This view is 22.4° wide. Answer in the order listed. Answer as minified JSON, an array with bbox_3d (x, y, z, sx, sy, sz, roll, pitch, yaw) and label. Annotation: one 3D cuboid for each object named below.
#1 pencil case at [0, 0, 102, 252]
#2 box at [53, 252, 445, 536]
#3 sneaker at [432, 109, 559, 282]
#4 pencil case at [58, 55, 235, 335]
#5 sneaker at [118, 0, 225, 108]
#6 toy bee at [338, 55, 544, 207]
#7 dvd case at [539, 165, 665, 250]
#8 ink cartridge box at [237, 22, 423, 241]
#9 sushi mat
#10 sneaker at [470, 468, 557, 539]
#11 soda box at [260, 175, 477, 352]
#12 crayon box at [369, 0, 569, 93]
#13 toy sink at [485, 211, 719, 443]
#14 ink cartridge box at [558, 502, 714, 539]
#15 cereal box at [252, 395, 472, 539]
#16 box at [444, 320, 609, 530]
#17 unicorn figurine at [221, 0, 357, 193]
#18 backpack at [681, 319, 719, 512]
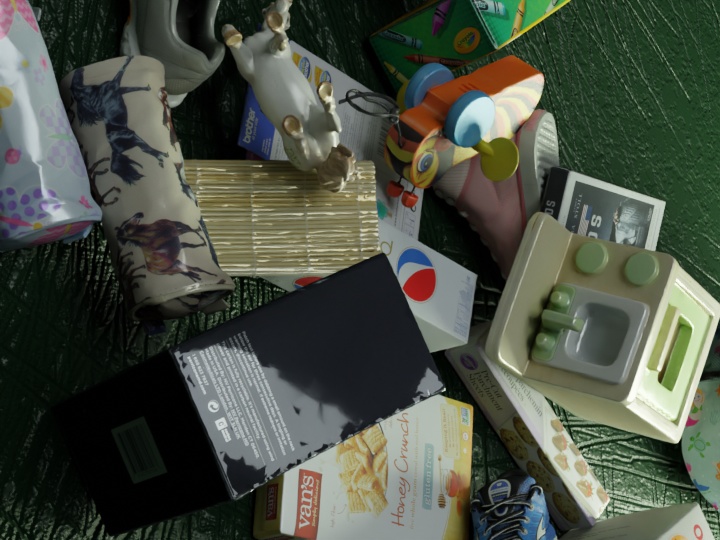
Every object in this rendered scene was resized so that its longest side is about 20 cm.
[{"bbox_3d":[-0.242,-0.113,1.248,0.091,0.083,0.202,-8,81,-74],"label":"pencil case"},{"bbox_3d":[-0.079,0.086,1.234,0.181,0.200,0.105,-23,89,-35],"label":"box"},{"bbox_3d":[0.120,-0.054,1.595,0.075,0.104,0.201,-55,144,-49],"label":"sneaker"},{"bbox_3d":[-0.153,-0.059,1.296,0.089,0.077,0.201,41,28,-72],"label":"pencil case"},{"bbox_3d":[-0.143,-0.229,1.371,0.075,0.092,0.202,-10,83,-45],"label":"sneaker"},{"bbox_3d":[0.057,-0.111,1.476,0.198,0.109,0.131,-1,35,-23],"label":"toy bee"},{"bbox_3d":[0.206,-0.004,1.617,0.199,0.025,0.152,10,93,-57],"label":"dvd case"},{"bbox_3d":[-0.027,-0.103,1.480,0.199,0.042,0.120,30,56,-37],"label":"ink cartridge box"},{"bbox_3d":[-0.082,-0.040,1.356,0.198,0.012,0.096,-1,69,-14],"label":"sushi mat"},{"bbox_3d":[0.112,0.215,1.442,0.200,0.078,0.090,-63,140,-74],"label":"sneaker"},{"bbox_3d":[0.000,0.000,1.452,0.199,0.068,0.064,29,60,-34],"label":"soda box"},{"bbox_3d":[0.112,-0.231,1.593,0.200,0.118,0.059,-38,104,-47],"label":"crayon box"},{"bbox_3d":[0.210,0.050,1.520,0.200,0.111,0.131,35,73,-54],"label":"toy sink"},{"bbox_3d":[0.205,0.305,1.499,0.200,0.144,0.148,-29,97,-45],"label":"ink cartridge box"},{"bbox_3d":[0.006,0.155,1.429,0.199,0.039,0.145,19,65,-39],"label":"cereal box"},{"bbox_3d":[0.145,0.136,1.570,0.201,0.041,0.039,57,46,-16],"label":"box"},{"bbox_3d":[-0.056,-0.145,1.355,0.137,0.073,0.202,72,5,-79],"label":"unicorn figurine"},{"bbox_3d":[0.396,0.142,1.742,0.177,0.150,0.201,38,58,-31],"label":"backpack"}]
